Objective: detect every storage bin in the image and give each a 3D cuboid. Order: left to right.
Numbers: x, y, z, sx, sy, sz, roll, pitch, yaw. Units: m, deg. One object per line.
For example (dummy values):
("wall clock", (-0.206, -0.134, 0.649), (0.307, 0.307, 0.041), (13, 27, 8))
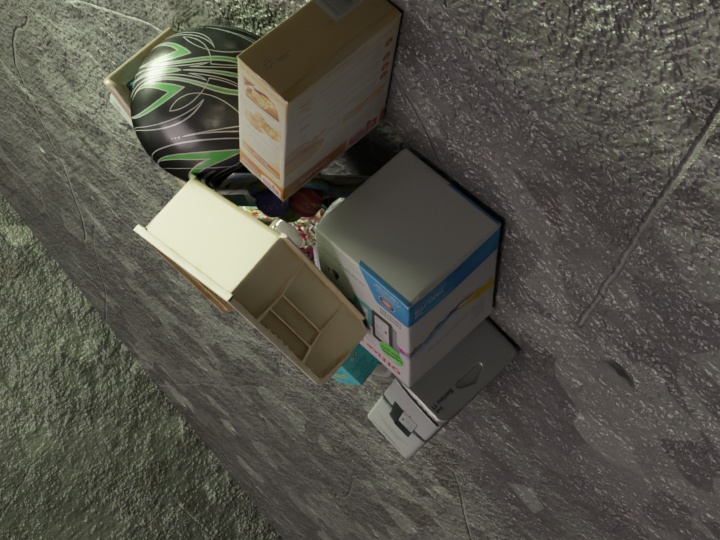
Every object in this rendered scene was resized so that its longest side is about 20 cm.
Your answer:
("storage bin", (-0.117, 0.012, 1.422), (0.200, 0.094, 0.199), (32, 168, 45))

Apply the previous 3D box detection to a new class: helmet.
("helmet", (-0.163, -0.189, 1.468), (0.200, 0.200, 0.191), (48, 161, 0))

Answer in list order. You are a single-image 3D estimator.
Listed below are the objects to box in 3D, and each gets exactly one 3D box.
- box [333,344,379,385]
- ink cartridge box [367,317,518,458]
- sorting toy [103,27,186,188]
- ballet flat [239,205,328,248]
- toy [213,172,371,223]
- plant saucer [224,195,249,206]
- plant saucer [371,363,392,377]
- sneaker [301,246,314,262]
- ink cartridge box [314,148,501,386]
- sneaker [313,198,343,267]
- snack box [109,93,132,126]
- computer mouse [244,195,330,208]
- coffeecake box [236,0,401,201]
("box", (-0.067, 0.077, 1.782), (0.200, 0.049, 0.082), (45, 162, -18))
("ink cartridge box", (0.100, 0.144, 1.607), (0.083, 0.147, 0.200), (47, 159, 7))
("sorting toy", (-0.223, -0.206, 1.629), (0.036, 0.200, 0.185), (-27, 108, 30))
("ballet flat", (-0.115, -0.049, 1.692), (0.200, 0.064, 0.076), (-3, 130, 49))
("toy", (-0.065, -0.082, 1.474), (0.115, 0.200, 0.047), (156, 109, -66))
("plant saucer", (-0.191, -0.042, 1.817), (0.039, 0.201, 0.201), (-5, 136, 16))
("plant saucer", (-0.018, 0.070, 1.837), (0.200, 0.050, 0.200), (36, 161, 14))
("sneaker", (-0.105, -0.025, 1.824), (0.081, 0.075, 0.200), (51, 161, -7))
("ink cartridge box", (0.054, 0.001, 1.435), (0.147, 0.146, 0.200), (40, 160, 22))
("sneaker", (0.000, 0.000, 1.646), (0.075, 0.115, 0.200), (11, 104, 36))
("snack box", (-0.298, -0.213, 1.929), (0.200, 0.037, 0.116), (48, 161, 0))
("computer mouse", (-0.107, -0.098, 1.725), (0.200, 0.053, 0.139), (16, 144, 56))
("coffeecake box", (-0.045, -0.181, 1.293), (0.073, 0.153, 0.200), (44, 159, 14))
